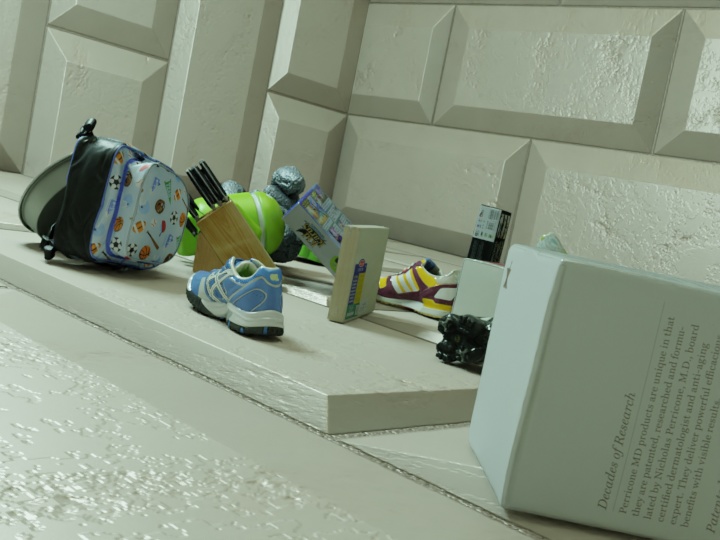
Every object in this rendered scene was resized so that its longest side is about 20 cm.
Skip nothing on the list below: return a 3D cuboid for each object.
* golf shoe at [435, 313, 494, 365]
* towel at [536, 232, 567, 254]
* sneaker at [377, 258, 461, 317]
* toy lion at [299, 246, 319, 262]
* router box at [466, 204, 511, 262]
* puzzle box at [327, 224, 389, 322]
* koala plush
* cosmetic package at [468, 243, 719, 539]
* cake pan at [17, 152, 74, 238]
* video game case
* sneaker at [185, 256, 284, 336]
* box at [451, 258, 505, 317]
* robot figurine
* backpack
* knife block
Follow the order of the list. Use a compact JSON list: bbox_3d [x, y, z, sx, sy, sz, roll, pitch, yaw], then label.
[{"bbox_3d":[0.185,0.091,1.067,0.094,0.079,0.199,7,8,-46],"label":"golf shoe"},{"bbox_3d":[0.372,0.029,1.643,0.048,0.172,0.200,-30,-14,6],"label":"towel"},{"bbox_3d":[0.092,0.020,1.548,0.199,0.091,0.075,15,6,39],"label":"sneaker"},{"bbox_3d":[-0.144,-0.056,2.084,0.190,0.069,0.200,18,4,-6],"label":"toy lion"},{"bbox_3d":[0.264,-0.033,1.925,0.051,0.202,0.149,15,5,17],"label":"router box"},{"bbox_3d":[0.000,0.000,1.324,0.025,0.135,0.200,12,4,12],"label":"puzzle box"},{"bbox_3d":[-0.161,-0.075,1.731,0.176,0.185,0.200,-17,26,-12],"label":"koala plush"},{"bbox_3d":[0.198,0.084,0.650,0.198,0.168,0.167,12,5,-2],"label":"cosmetic package"},{"bbox_3d":[-0.422,-0.109,1.397,0.037,0.200,0.200,53,22,19],"label":"cake pan"},{"bbox_3d":[-0.047,-0.058,1.607,0.182,0.045,0.200,49,14,-7],"label":"video game case"},{"bbox_3d":[-0.143,0.021,1.076,0.075,0.078,0.199,6,6,-38],"label":"sneaker"},{"bbox_3d":[0.264,0.053,1.484,0.199,0.110,0.127,8,7,-42],"label":"box"},{"bbox_3d":[-0.220,-0.073,1.572,0.198,0.117,0.175,-9,5,-17],"label":"robot figurine"},{"bbox_3d":[-0.331,-0.088,1.299,0.153,0.202,0.190,19,-1,14],"label":"backpack"},{"bbox_3d":[-0.207,-0.077,1.453,0.198,0.177,0.064,11,7,-11],"label":"knife block"}]
